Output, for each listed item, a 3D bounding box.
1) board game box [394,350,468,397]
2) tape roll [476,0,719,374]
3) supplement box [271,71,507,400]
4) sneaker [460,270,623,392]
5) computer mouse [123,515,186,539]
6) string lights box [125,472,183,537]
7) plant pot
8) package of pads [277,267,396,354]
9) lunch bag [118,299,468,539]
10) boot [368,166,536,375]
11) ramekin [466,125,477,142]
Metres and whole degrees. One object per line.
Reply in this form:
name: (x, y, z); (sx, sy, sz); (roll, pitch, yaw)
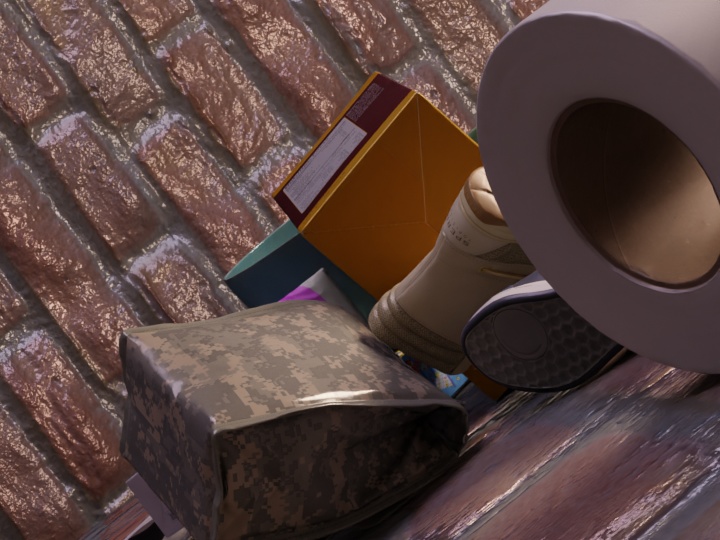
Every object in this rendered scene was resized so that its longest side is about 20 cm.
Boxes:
board game box: (-0.020, 0.144, 1.680); (0.200, 0.056, 0.196); (-36, 2, 33)
tape roll: (0.175, -0.070, 0.995); (0.139, 0.203, 0.202); (-39, 2, -31)
supplement box: (0.056, -0.032, 1.539); (0.133, 0.197, 0.200); (-49, 13, 2)
sneaker: (0.165, -0.003, 1.298); (0.202, 0.077, 0.146); (-28, 15, 41)
computer mouse: (-0.241, 0.307, 2.140); (0.200, 0.044, 0.110); (-43, -5, 20)
string lights box: (-0.083, 0.122, 1.604); (0.200, 0.059, 0.103); (-39, 1, -38)
plant pot: (0.000, 0.000, 1.748); (0.200, 0.135, 0.200); (-37, 7, 5)
package of pads: (-0.053, 0.116, 1.491); (0.199, 0.155, 0.068); (-36, -11, -28)
lunch bag: (-0.044, 0.099, 1.358); (0.198, 0.119, 0.164); (-11, 27, -27)
boot: (0.118, 0.008, 1.399); (0.199, 0.073, 0.156); (7, -44, -36)
ramekin: (0.176, -0.078, 1.763); (0.199, 0.098, 0.200); (-24, -21, -10)
